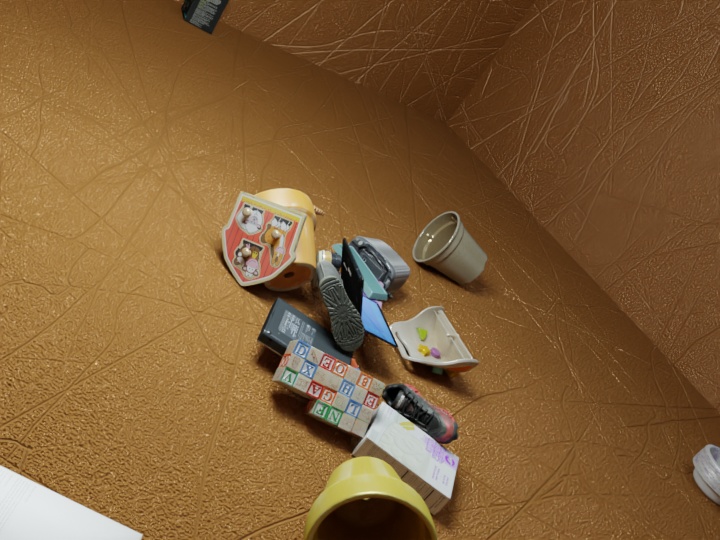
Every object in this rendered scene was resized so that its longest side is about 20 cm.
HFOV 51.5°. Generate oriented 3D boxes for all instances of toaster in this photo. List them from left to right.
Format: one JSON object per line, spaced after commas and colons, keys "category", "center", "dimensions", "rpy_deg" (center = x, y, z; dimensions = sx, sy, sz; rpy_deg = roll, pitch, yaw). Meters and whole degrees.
{"category": "toaster", "center": [0.050, -0.007, 2.047], "dimensions": [0.200, 0.114, 0.129], "rpy_deg": [44, 23, 21]}

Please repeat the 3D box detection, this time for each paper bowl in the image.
{"category": "paper bowl", "center": [1.110, 0.643, 2.295], "dimensions": [0.201, 0.104, 0.201], "rpy_deg": [29, 25, -15]}

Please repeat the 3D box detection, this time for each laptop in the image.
{"category": "laptop", "center": [0.022, 0.051, 1.690], "dimensions": [0.103, 0.200, 0.177], "rpy_deg": [-5, 33, -14]}

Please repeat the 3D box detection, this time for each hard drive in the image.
{"category": "hard drive", "center": [-0.108, 0.151, 1.539], "dimensions": [0.200, 0.033, 0.140], "rpy_deg": [34, 27, -10]}

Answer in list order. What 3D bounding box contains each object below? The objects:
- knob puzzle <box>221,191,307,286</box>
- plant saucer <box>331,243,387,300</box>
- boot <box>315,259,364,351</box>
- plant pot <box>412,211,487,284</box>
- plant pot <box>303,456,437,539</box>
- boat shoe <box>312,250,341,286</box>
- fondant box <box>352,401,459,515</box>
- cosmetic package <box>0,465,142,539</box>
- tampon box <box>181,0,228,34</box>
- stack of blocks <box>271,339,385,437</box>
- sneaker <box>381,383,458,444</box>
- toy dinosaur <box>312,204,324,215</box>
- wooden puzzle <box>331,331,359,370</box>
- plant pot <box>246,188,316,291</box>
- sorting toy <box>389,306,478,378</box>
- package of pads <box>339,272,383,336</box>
{"category": "knob puzzle", "center": [-0.233, -0.060, 1.666], "dimensions": [0.220, 0.220, 0.030], "rpy_deg": [44, 10, 18]}
{"category": "plant saucer", "center": [0.000, 0.000, 1.898], "dimensions": [0.070, 0.019, 0.200], "rpy_deg": [9, 34, -45]}
{"category": "boot", "center": [-0.052, 0.073, 1.634], "dimensions": [0.200, 0.073, 0.182], "rpy_deg": [-154, -132, -78]}
{"category": "plant pot", "center": [0.302, -0.057, 2.414], "dimensions": [0.183, 0.200, 0.200], "rpy_deg": [39, 21, -23]}
{"category": "plant pot", "center": [0.011, 0.395, 1.185], "dimensions": [0.201, 0.201, 0.189], "rpy_deg": [32, 10, -10]}
{"category": "boat shoe", "center": [-0.083, -0.003, 1.815], "dimensions": [0.062, 0.200, 0.075], "rpy_deg": [4, 76, -9]}
{"category": "fondant box", "center": [0.094, 0.370, 1.486], "dimensions": [0.200, 0.058, 0.144], "rpy_deg": [37, 24, 0]}
{"category": "cosmetic package", "center": [-0.378, 0.333, 0.887], "dimensions": [0.200, 0.085, 0.108], "rpy_deg": [33, 25, -10]}
{"category": "tampon box", "center": [-0.619, -1.094, 3.020], "dimensions": [0.126, 0.200, 0.150], "rpy_deg": [21, 28, -30]}
{"category": "stack of blocks", "center": [-0.067, 0.230, 1.446], "dimensions": [0.200, 0.115, 0.059], "rpy_deg": [30, -18, -16]}
{"category": "sneaker", "center": [0.119, 0.299, 1.575], "dimensions": [0.098, 0.071, 0.200], "rpy_deg": [28, 4, -46]}
{"category": "toy dinosaur", "center": [-0.179, -0.139, 1.941], "dimensions": [0.102, 0.136, 0.200], "rpy_deg": [3, -5, -28]}
{"category": "wooden puzzle", "center": [-0.079, 0.184, 1.607], "dimensions": [0.185, 0.046, 0.200], "rpy_deg": [14, 32, -40]}
{"category": "plant pot", "center": [-0.187, -0.060, 1.755], "dimensions": [0.200, 0.200, 0.183], "rpy_deg": [12, 49, -43]}
{"category": "sorting toy", "center": [0.164, 0.187, 1.876], "dimensions": [0.180, 0.107, 0.200], "rpy_deg": [8, 36, -34]}
{"category": "package of pads", "center": [-0.006, 0.072, 1.874], "dimensions": [0.120, 0.076, 0.200], "rpy_deg": [34, 24, -11]}
